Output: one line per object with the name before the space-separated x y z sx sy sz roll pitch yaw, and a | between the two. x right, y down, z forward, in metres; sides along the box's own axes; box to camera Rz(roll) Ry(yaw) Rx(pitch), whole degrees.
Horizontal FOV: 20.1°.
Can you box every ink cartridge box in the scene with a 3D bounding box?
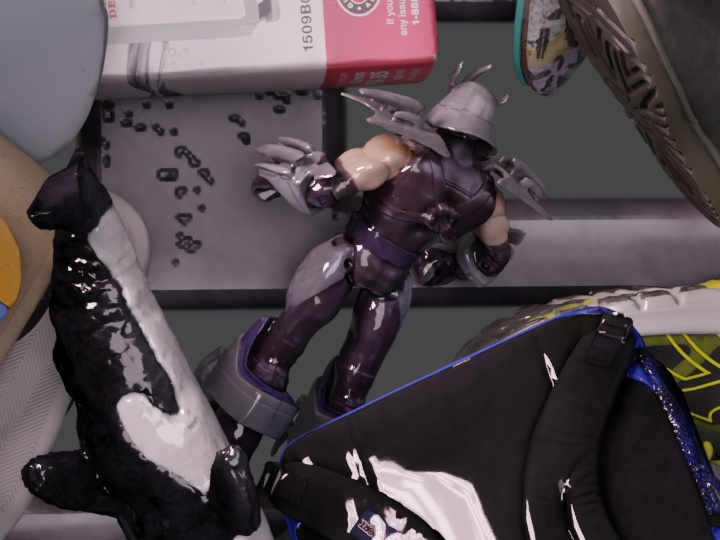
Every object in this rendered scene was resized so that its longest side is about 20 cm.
ink cartridge box | -0.075 -0.145 0.836 0.200 0.083 0.147 -4 91 -6

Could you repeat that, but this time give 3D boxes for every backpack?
backpack | 0.086 0.142 0.766 0.162 0.168 0.200 -29 59 13

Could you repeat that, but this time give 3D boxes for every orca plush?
orca plush | -0.089 0.061 0.738 0.071 0.105 0.200 -27 125 -14

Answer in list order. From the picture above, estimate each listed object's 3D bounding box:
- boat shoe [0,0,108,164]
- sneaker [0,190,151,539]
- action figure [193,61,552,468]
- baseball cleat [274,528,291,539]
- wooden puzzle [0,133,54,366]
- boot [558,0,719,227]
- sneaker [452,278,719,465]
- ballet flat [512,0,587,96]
boat shoe | -0.133 -0.145 0.759 0.071 0.091 0.200 -4 118 -3
sneaker | -0.155 0.065 0.809 0.073 0.112 0.200 37 66 -3
action figure | 0.000 0.000 0.839 0.130 0.069 0.200 27 99 -29
baseball cleat | -0.101 0.159 0.816 0.106 0.070 0.200 43 83 1
wooden puzzle | -0.195 0.007 0.682 0.185 0.046 0.200 40 65 -35
boot | 0.189 -0.130 0.841 0.200 0.182 0.073 -40 52 2
sneaker | 0.139 0.047 0.864 0.200 0.074 0.085 -7 92 -6
ballet flat | 0.109 -0.172 0.857 0.072 0.072 0.201 8 89 -6
